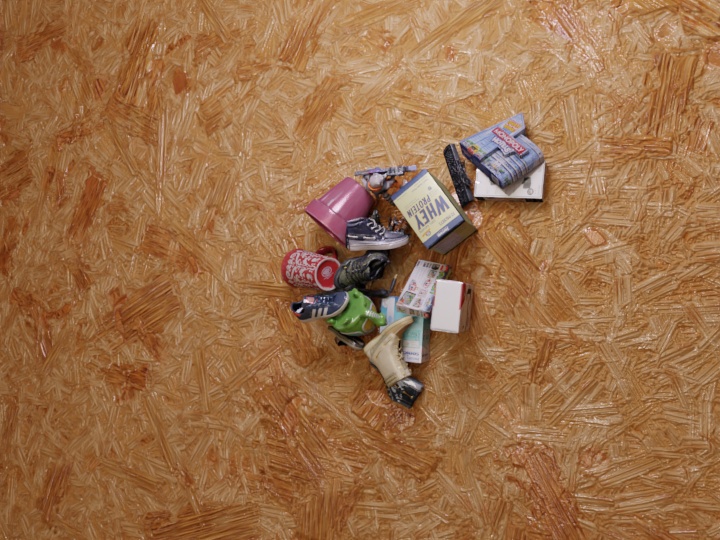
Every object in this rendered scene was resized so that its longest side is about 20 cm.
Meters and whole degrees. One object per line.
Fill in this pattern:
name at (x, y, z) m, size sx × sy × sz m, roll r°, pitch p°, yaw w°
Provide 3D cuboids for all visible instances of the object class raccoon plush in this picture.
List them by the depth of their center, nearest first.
raccoon plush at (-0.074, 0.065, 1.776) m, size 0.097 × 0.134 × 0.200 m, roll 40°, pitch 102°, yaw 22°

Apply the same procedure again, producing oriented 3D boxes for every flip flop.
flip flop at (-0.051, 0.225, 1.746) m, size 0.200 × 0.081 × 0.058 m, roll 29°, pitch 108°, yaw 56°

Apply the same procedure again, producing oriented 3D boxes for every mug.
mug at (-0.151, -0.018, 1.779) m, size 0.200 × 0.133 × 0.178 m, roll 10°, pitch 74°, yaw 53°

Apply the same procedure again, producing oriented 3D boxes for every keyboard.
keyboard at (0.293, -0.297, 1.661) m, size 0.040 × 0.104 × 0.201 m, roll -14°, pitch 78°, yaw -18°

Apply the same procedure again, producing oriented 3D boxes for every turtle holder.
turtle holder at (-0.003, 0.135, 1.689) m, size 0.185 × 0.132 × 0.141 m, roll -29°, pitch 41°, yaw 31°

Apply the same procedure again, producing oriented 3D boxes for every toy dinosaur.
toy dinosaur at (0.085, -0.122, 1.729) m, size 0.136 × 0.102 × 0.200 m, roll 40°, pitch 58°, yaw 15°

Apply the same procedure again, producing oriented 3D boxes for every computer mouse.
computer mouse at (0.062, -0.004, 1.724) m, size 0.140 × 0.046 × 0.201 m, roll 5°, pitch 67°, yaw 40°

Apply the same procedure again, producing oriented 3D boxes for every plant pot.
plant pot at (-0.054, -0.199, 1.768) m, size 0.200 × 0.200 × 0.179 m, roll 38°, pitch 86°, yaw 21°

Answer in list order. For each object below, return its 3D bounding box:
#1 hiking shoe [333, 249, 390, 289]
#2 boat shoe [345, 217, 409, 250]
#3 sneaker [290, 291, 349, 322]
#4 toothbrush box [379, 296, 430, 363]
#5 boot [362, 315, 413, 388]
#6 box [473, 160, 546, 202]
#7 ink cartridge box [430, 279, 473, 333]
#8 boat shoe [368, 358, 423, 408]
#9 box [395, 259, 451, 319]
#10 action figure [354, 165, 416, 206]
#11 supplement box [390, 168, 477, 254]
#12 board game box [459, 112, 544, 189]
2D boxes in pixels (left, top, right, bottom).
hiking shoe at (0.000, 0.000, 1.670) m, size 0.200 × 0.101 × 0.076 m, roll -35°, pitch 116°, yaw 10°
boat shoe at (0.047, -0.117, 1.653) m, size 0.199 × 0.075 × 0.093 m, roll -6°, pitch 114°, yaw 5°
sneaker at (-0.131, 0.103, 1.667) m, size 0.200 × 0.085 × 0.075 m, roll -23°, pitch 43°, yaw 25°
toothbrush box at (0.141, 0.184, 1.702) m, size 0.146 × 0.085 × 0.201 m, roll 4°, pitch 89°, yaw 25°
boot at (0.115, 0.244, 1.619) m, size 0.200 × 0.073 × 0.156 m, roll -43°, pitch 68°, yaw 23°
box at (0.448, -0.269, 1.611) m, size 0.199 × 0.060 × 0.117 m, roll 4°, pitch 88°, yaw 24°
ink cartridge box at (0.274, 0.105, 1.587) m, size 0.083 × 0.200 × 0.147 m, roll 6°, pitch 89°, yaw 21°
boat shoe at (0.097, 0.355, 1.715) m, size 0.200 × 0.071 × 0.091 m, roll 30°, pitch 94°, yaw 20°
box at (0.195, 0.054, 1.646) m, size 0.110 × 0.035 × 0.200 m, roll 12°, pitch 49°, yaw 24°
action figure at (0.090, -0.271, 1.695) m, size 0.199 × 0.193 × 0.105 m, roll -3°, pitch 86°, yaw 23°
supplement box at (0.226, -0.171, 1.626) m, size 0.134 × 0.200 × 0.200 m, roll -39°, pitch 73°, yaw 16°
board game box at (0.431, -0.364, 1.577) m, size 0.200 × 0.062 × 0.200 m, roll -36°, pitch 53°, yaw -2°
